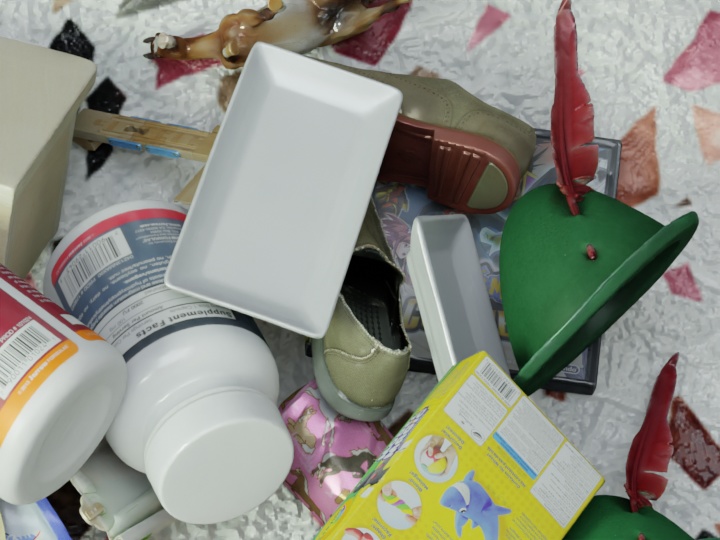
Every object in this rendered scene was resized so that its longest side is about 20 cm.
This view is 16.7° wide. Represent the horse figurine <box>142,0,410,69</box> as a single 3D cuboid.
[{"bbox_3d":[-0.042,-0.176,1.700,0.199,0.132,0.050,-21,93,-17],"label":"horse figurine"}]

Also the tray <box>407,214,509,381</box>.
[{"bbox_3d":[0.070,0.064,1.586,0.022,0.107,0.201,-16,87,18],"label":"tray"}]

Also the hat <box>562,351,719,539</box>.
[{"bbox_3d":[0.140,0.151,1.570,0.165,0.200,0.177,-37,62,18],"label":"hat"}]

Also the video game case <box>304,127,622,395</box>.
[{"bbox_3d":[0.071,-0.016,1.682,0.198,0.026,0.182,8,70,2],"label":"video game case"}]

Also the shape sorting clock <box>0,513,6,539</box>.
[{"bbox_3d":[-0.312,0.174,1.477,0.198,0.039,0.201,1,71,-4],"label":"shape sorting clock"}]

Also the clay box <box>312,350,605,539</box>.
[{"bbox_3d":[0.048,0.159,1.473,0.115,0.048,0.200,46,61,-8],"label":"clay box"}]

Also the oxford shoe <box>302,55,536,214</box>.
[{"bbox_3d":[0.024,-0.103,1.676,0.199,0.071,0.075,25,43,10],"label":"oxford shoe"}]

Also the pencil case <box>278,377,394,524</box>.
[{"bbox_3d":[0.023,0.155,1.589,0.086,0.083,0.200,-38,74,-21],"label":"pencil case"}]

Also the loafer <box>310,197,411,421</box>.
[{"bbox_3d":[0.000,0.000,1.601,0.075,0.070,0.201,8,51,-32],"label":"loafer"}]

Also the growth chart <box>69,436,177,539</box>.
[{"bbox_3d":[-0.184,0.095,1.590,0.018,0.145,0.200,-44,77,21],"label":"growth chart"}]

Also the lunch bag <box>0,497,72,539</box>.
[{"bbox_3d":[-0.285,0.165,1.560,0.170,0.124,0.200,-35,65,-11],"label":"lunch bag"}]

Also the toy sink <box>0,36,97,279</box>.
[{"bbox_3d":[-0.267,-0.065,1.632,0.129,0.113,0.200,14,30,3],"label":"toy sink"}]

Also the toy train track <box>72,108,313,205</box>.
[{"bbox_3d":[-0.115,-0.077,1.665,0.199,0.033,0.115,13,47,33],"label":"toy train track"}]

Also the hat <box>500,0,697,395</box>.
[{"bbox_3d":[0.104,-0.039,1.584,0.176,0.166,0.200,47,33,9],"label":"hat"}]

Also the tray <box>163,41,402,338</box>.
[{"bbox_3d":[-0.048,-0.050,1.573,0.107,0.022,0.201,18,58,0],"label":"tray"}]

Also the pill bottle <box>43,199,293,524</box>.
[{"bbox_3d":[-0.119,0.060,1.566,0.119,0.120,0.200,-23,48,-9],"label":"pill bottle"}]

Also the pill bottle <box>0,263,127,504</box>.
[{"bbox_3d":[-0.248,0.043,1.485,0.200,0.113,0.113,35,73,17],"label":"pill bottle"}]
